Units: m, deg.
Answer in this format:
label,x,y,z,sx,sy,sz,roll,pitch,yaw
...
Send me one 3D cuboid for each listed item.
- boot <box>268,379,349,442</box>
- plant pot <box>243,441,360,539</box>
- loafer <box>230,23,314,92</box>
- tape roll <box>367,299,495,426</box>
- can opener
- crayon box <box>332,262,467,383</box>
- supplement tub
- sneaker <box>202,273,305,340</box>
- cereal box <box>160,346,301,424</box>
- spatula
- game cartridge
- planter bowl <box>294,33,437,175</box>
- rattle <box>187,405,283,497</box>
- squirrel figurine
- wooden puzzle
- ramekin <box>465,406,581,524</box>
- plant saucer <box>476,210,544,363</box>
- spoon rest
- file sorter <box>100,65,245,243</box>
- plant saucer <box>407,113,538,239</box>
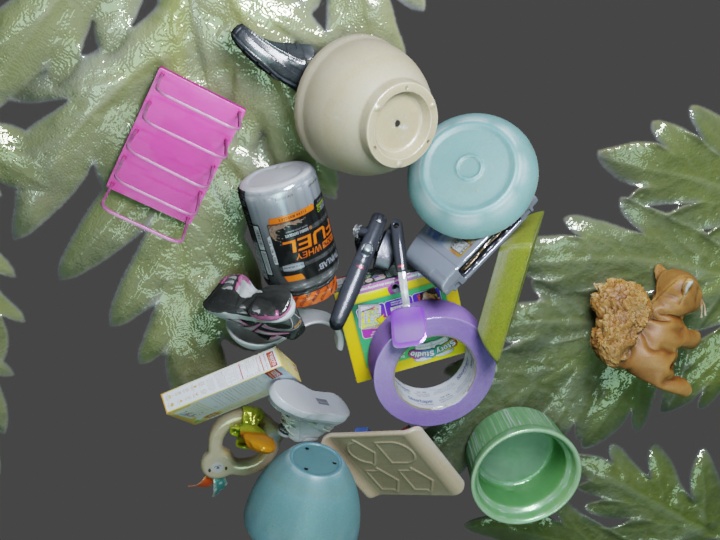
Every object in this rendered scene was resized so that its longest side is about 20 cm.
label,x,y,z,sx,sy,sz,roll,pitch,yaw
boot,-0.105,0.244,1.482,0.096,0.074,0.200,-43,144,15
plant pot,-0.087,0.370,1.501,0.198,0.200,0.136,8,115,-11
loafer,-0.094,-0.299,1.290,0.200,0.068,0.071,31,98,-24
tape roll,0.114,0.150,1.449,0.198,0.066,0.202,-4,116,-8
can opener,0.000,0.000,1.388,0.078,0.063,0.201,23,67,9
crayon box,0.067,0.076,1.476,0.198,0.058,0.174,-15,116,-2
supplement tub,-0.104,-0.054,1.362,0.122,0.123,0.201,-15,115,-1
sneaker,-0.163,0.069,1.378,0.080,0.199,0.087,-49,127,-23
cereal box,-0.205,0.190,1.453,0.199,0.144,0.040,-23,71,1
spatula,0.067,0.018,1.383,0.056,0.021,0.202,-7,82,6
game cartridge,0.164,-0.064,1.380,0.200,0.133,0.042,-46,131,-1
planter bowl,0.025,-0.221,1.262,0.199,0.135,0.202,-15,119,-29
rattle,-0.214,0.338,1.512,0.200,0.143,0.130,-44,129,6
squirrel figurine,0.482,0.080,1.495,0.199,0.142,0.188,18,104,-17
wooden puzzle,0.058,0.325,1.551,0.199,0.046,0.186,-13,129,32
ramekin,0.283,0.341,1.598,0.198,0.098,0.202,-3,114,-7
plant saucer,0.233,0.016,1.413,0.048,0.200,0.201,16,112,11
spoon rest,-0.119,0.090,1.445,0.198,0.100,0.061,5,128,-21
file sorter,-0.270,-0.162,1.291,0.138,0.126,0.201,25,108,-16
plant saucer,0.164,-0.148,1.334,0.198,0.036,0.202,-4,75,14
